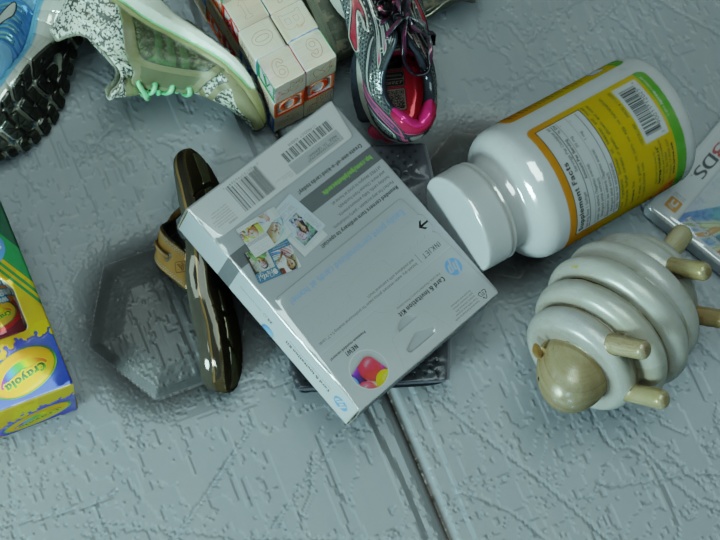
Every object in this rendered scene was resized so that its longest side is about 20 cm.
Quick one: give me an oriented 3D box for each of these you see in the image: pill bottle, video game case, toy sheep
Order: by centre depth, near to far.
[{"bbox_3d":[0.203,0.036,1.655,0.138,0.138,0.200,40,59,10],"label":"toy sheep"},{"bbox_3d":[0.155,-0.079,1.689,0.199,0.111,0.111,-29,75,-22],"label":"pill bottle"},{"bbox_3d":[0.363,-0.051,1.757,0.200,0.022,0.182,39,72,9],"label":"video game case"}]

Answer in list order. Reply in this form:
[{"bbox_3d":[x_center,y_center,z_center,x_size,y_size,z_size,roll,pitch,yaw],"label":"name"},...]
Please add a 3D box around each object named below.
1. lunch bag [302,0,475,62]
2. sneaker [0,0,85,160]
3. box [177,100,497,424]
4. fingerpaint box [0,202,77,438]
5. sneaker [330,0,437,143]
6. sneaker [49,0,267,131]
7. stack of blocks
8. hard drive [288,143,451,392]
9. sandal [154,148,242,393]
[{"bbox_3d":[-0.003,-0.284,1.762,0.164,0.118,0.201,-29,81,-14],"label":"lunch bag"},{"bbox_3d":[-0.279,-0.177,1.733,0.090,0.078,0.201,14,65,21],"label":"sneaker"},{"bbox_3d":[-0.016,-0.008,1.639,0.156,0.041,0.200,-39,84,-25],"label":"box"},{"bbox_3d":[-0.336,0.059,1.628,0.199,0.073,0.167,-20,73,-12],"label":"fingerpaint box"},{"bbox_3d":[0.024,-0.200,1.678,0.080,0.075,0.201,-16,98,-14],"label":"sneaker"},{"bbox_3d":[-0.164,-0.163,1.715,0.200,0.077,0.089,37,86,-13],"label":"sneaker"},{"bbox_3d":[-0.093,-0.226,1.728,0.058,0.115,0.200,-28,74,-11],"label":"stack of blocks"},{"bbox_3d":[0.000,0.000,1.695,0.134,0.042,0.201,-3,70,-6],"label":"hard drive"},{"bbox_3d":[-0.131,0.001,1.678,0.054,0.082,0.201,-11,77,14],"label":"sandal"}]
